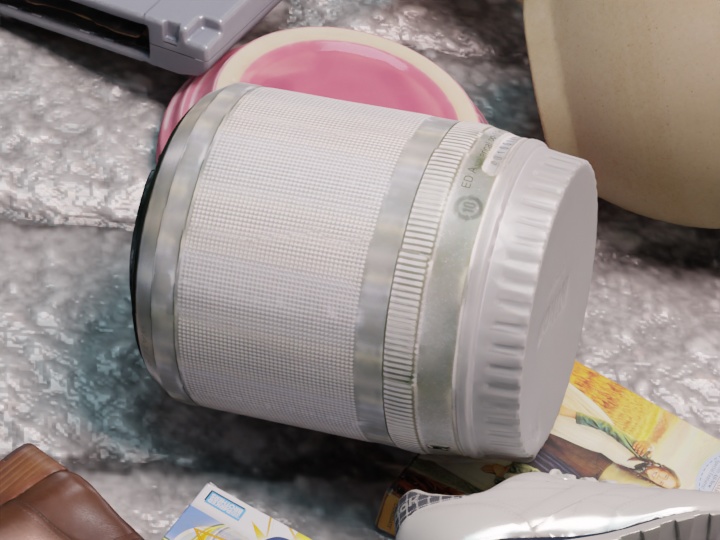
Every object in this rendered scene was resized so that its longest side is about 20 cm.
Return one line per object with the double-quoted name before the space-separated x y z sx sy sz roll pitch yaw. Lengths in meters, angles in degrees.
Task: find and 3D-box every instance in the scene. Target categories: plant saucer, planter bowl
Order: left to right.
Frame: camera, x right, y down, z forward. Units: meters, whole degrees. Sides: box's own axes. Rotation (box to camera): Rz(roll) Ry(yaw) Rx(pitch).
"plant saucer" -0.011 -0.068 1.309 0.200 0.051 0.201 8 45 -8
"planter bowl" 0.166 -0.113 1.321 0.135 0.200 0.200 -10 44 11

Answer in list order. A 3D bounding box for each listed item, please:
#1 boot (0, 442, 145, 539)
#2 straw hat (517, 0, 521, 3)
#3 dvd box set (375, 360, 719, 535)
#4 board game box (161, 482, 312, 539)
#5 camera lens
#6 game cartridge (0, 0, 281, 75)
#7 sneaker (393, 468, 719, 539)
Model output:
"boot" -0.110 0.177 0.985 0.200 0.064 0.186 34 50 12
"straw hat" 0.107 -0.201 1.386 0.201 0.201 0.085 -22 72 -32
"dvd box set" 0.128 0.124 1.170 0.200 0.029 0.146 30 46 15
"board game box" -0.019 0.192 1.057 0.200 0.034 0.135 27 45 12
"camera lens" 0.000 0.000 1.142 0.200 0.160 0.160 11 42 16
"game cartridge" -0.139 -0.181 1.373 0.200 0.042 0.133 20 39 21
"sneaker" 0.115 0.124 1.098 0.200 0.076 0.081 0 28 -19
